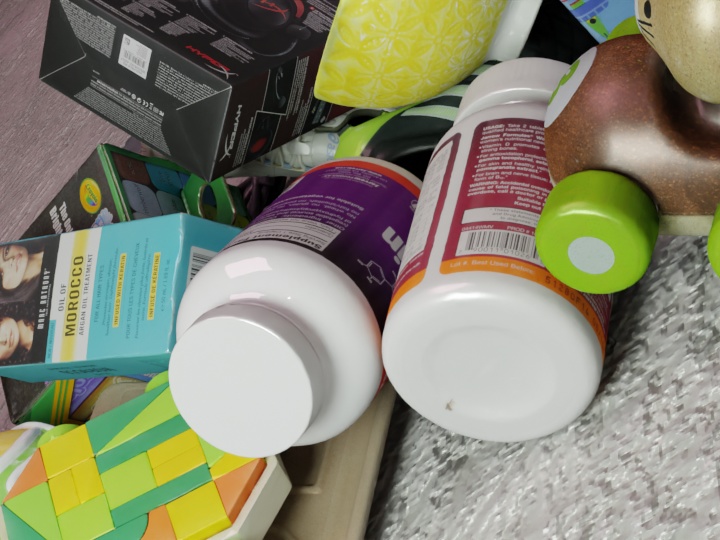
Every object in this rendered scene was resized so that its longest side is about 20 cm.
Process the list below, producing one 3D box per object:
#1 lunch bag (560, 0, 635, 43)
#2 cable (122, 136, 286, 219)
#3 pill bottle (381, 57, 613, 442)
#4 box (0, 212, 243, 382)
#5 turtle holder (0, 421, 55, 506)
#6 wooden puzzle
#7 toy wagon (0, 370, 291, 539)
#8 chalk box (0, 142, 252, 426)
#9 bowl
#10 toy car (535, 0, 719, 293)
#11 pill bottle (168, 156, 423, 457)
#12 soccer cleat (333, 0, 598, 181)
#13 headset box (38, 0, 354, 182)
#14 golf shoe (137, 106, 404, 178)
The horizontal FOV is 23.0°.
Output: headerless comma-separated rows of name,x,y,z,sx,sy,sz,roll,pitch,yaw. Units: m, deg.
lunch bag,0.173,-0.222,1.037,0.094,0.151,0.200,-29,30,36
cable,-0.093,-0.091,1.312,0.051,0.163,0.200,36,82,31
pill bottle,0.081,-0.017,0.924,0.109,0.110,0.200,-30,29,35
box,-0.153,0.019,1.049,0.200,0.049,0.082,-7,73,45
turtle holder,-0.222,0.159,1.073,0.141,0.185,0.132,116,176,-56
wooden puzzle,-0.081,0.140,0.980,0.200,0.046,0.185,-6,44,21
toy wagon,-0.137,0.135,0.947,0.200,0.040,0.155,-26,41,-1
chalk box,-0.139,0.007,1.167,0.200,0.124,0.125,-44,50,28
bowl,0.056,-0.177,1.048,0.200,0.108,0.200,21,-90,-90
toy car,0.152,-0.114,0.801,0.158,0.200,0.164,3,41,22
pill bottle,-0.026,0.020,0.945,0.112,0.113,0.200,-33,8,29
soccer cleat,0.076,-0.096,1.113,0.200,0.068,0.081,-34,47,1
headset box,-0.087,-0.151,1.165,0.200,0.149,0.075,-34,-32,-49
golf shoe,-0.050,-0.096,1.215,0.200,0.078,0.097,-11,23,-26
